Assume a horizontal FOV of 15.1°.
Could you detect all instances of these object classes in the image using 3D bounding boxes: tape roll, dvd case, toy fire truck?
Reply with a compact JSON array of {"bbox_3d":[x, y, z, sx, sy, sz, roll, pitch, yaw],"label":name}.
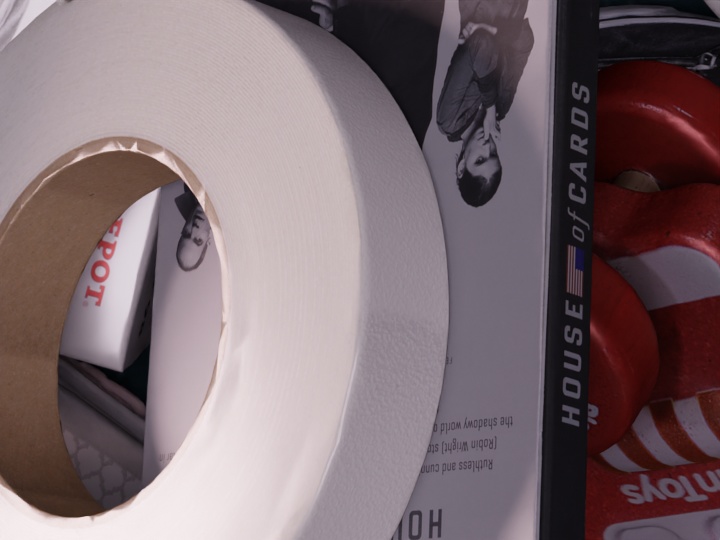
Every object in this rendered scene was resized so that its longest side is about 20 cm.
[{"bbox_3d":[-0.062,0.019,0.750,0.202,0.037,0.205,-12,72,40],"label":"tape roll"},{"bbox_3d":[0.000,0.000,0.741,0.150,0.025,0.202,-9,73,42],"label":"dvd case"},{"bbox_3d":[0.063,0.045,0.822,0.199,0.112,0.168,-16,116,41],"label":"toy fire truck"}]

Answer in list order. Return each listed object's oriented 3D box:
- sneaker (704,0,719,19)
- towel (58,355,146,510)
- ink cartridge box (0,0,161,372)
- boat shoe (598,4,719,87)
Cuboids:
[{"bbox_3d":[0.109,-0.101,0.747,0.200,0.089,0.075,41,120,-6],"label":"sneaker"},{"bbox_3d":[-0.091,0.143,0.870,0.199,0.032,0.192,33,99,19],"label":"towel"},{"bbox_3d":[-0.112,-0.043,0.859,0.198,0.067,0.117,16,97,2],"label":"ink cartridge box"},{"bbox_3d":[0.128,-0.037,0.841,0.198,0.068,0.072,12,98,3],"label":"boat shoe"}]
